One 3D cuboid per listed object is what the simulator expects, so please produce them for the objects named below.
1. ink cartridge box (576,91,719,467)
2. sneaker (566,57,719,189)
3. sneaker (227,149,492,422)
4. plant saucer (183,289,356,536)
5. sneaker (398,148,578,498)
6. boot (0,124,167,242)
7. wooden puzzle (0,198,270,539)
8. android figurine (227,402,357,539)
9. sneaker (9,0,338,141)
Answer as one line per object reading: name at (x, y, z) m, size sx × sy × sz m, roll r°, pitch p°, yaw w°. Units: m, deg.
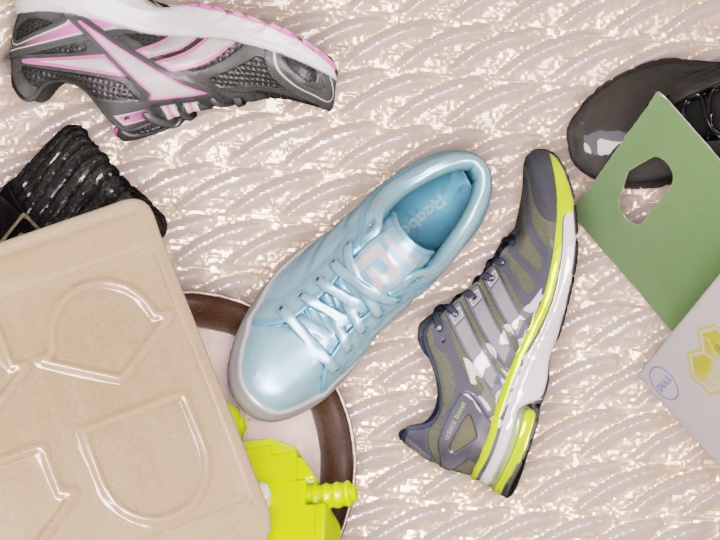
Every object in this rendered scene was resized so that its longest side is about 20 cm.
ink cartridge box at (0.195, 0.017, 1.613) m, size 0.048 × 0.146 × 0.200 m, roll -37°, pitch 78°, yaw -32°
sneaker at (0.217, -0.095, 1.663) m, size 0.199 × 0.091 × 0.077 m, roll -13°, pitch 90°, yaw -2°
sneaker at (0.000, 0.000, 1.633) m, size 0.074 × 0.082 × 0.200 m, roll 40°, pitch 73°, yaw 0°
plant saucer at (-0.102, 0.112, 1.667) m, size 0.199 × 0.032 × 0.202 m, roll 0°, pitch 87°, yaw -4°
sneaker at (0.076, 0.025, 1.662) m, size 0.080 × 0.074 × 0.201 m, roll 14°, pitch 85°, yaw 1°
boot at (-0.165, 0.028, 1.611) m, size 0.157 × 0.080 × 0.211 m, roll -35°, pitch 62°, yaw -2°
wooden puzzle at (-0.164, 0.084, 1.529) m, size 0.184 × 0.046 × 0.201 m, roll -20°, pitch 87°, yaw -20°
android figurine at (-0.095, 0.157, 1.587) m, size 0.199 × 0.041 × 0.183 m, roll -8°, pitch 55°, yaw 17°
sneaker at (-0.110, -0.113, 1.661) m, size 0.199 × 0.080 × 0.087 m, roll 14°, pitch 92°, yaw 10°
